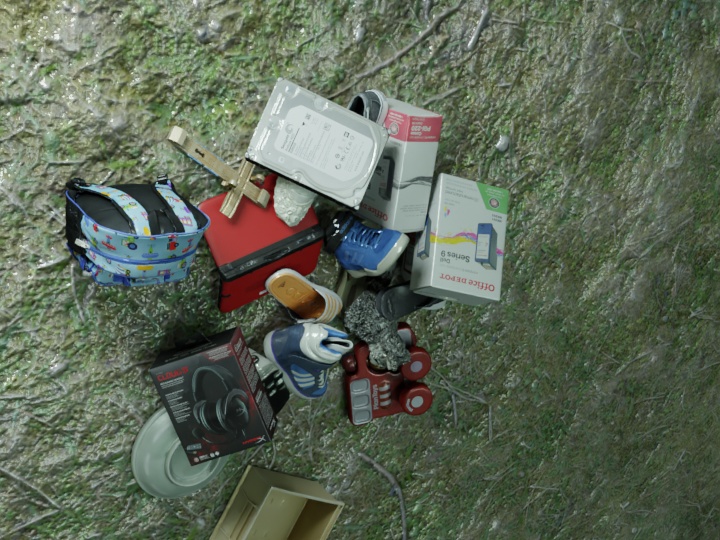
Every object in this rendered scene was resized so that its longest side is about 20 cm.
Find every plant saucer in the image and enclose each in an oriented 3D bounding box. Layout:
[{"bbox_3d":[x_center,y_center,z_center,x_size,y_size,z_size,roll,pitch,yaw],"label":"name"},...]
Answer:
[{"bbox_3d":[-0.298,0.317,1.490,0.198,0.050,0.204,-17,120,-33],"label":"plant saucer"}]

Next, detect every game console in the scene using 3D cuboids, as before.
[{"bbox_3d":[-0.172,-0.049,1.441,0.198,0.119,0.173,-25,155,-27],"label":"game console"}]

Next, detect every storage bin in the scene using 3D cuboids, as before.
[{"bbox_3d":[-0.167,0.497,1.648,0.199,0.093,0.201,26,93,-43],"label":"storage bin"}]

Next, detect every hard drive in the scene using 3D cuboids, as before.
[{"bbox_3d":[-0.066,-0.197,1.344,0.197,0.038,0.142,25,85,-3],"label":"hard drive"}]

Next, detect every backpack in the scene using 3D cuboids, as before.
[{"bbox_3d":[-0.310,-0.047,1.209,0.180,0.199,0.137,-7,115,-37],"label":"backpack"}]

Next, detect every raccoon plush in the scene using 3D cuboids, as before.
[{"bbox_3d":[0.049,0.090,1.555,0.096,0.134,0.202,-30,150,-38],"label":"raccoon plush"}]

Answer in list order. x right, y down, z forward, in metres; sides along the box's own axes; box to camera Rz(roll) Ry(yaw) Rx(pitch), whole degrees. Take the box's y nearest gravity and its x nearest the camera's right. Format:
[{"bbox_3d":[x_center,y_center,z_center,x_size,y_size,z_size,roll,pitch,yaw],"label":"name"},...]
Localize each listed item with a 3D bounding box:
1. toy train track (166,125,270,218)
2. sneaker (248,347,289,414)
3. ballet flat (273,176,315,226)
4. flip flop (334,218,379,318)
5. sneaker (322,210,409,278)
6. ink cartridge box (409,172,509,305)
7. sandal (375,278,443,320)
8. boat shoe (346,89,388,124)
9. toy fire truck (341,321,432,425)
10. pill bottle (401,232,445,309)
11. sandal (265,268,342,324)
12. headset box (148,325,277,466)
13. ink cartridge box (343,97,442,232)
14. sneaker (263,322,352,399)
[{"bbox_3d":[-0.212,-0.159,1.328,0.199,0.032,0.116,35,67,-35],"label":"toy train track"},{"bbox_3d":[-0.179,0.200,1.522,0.074,0.088,0.201,-36,153,-26],"label":"sneaker"},{"bbox_3d":[-0.088,-0.173,1.390,0.071,0.071,0.204,24,80,-42],"label":"ballet flat"},{"bbox_3d":[0.000,0.000,1.573,0.080,0.057,0.203,4,109,-37],"label":"flip flop"},{"bbox_3d":[-0.002,-0.052,1.434,0.111,0.199,0.077,43,71,-13],"label":"sneaker"},{"bbox_3d":[0.174,-0.051,1.499,0.143,0.087,0.204,12,80,-22],"label":"ink cartridge box"},{"bbox_3d":[0.119,0.036,1.537,0.198,0.043,0.077,-29,111,-26],"label":"sandal"},{"bbox_3d":[-0.018,-0.205,1.425,0.067,0.072,0.202,-19,143,-50],"label":"boat shoe"},{"bbox_3d":[0.047,0.205,1.684,0.165,0.112,0.203,-12,118,-13],"label":"toy fire truck"},{"bbox_3d":[0.136,-0.035,1.630,0.111,0.112,0.204,-9,116,-35],"label":"pill bottle"},{"bbox_3d":[-0.096,0.063,1.495,0.079,0.060,0.206,-37,147,14],"label":"sandal"},{"bbox_3d":[-0.240,0.195,1.388,0.146,0.077,0.203,-17,107,9],"label":"headset box"},{"bbox_3d":[0.052,-0.182,1.470,0.084,0.145,0.204,-9,115,-37],"label":"ink cartridge box"},{"bbox_3d":[-0.068,0.164,1.524,0.201,0.144,0.082,53,38,-43],"label":"sneaker"}]
